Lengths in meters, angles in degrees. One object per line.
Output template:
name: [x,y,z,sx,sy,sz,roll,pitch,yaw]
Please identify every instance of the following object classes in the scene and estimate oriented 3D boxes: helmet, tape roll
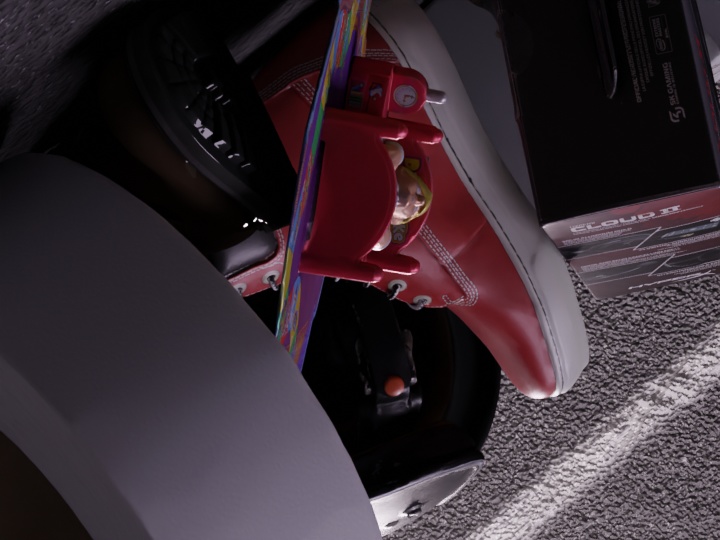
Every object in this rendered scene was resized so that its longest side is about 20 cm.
helmet: [-0.030,0.040,1.249,0.200,0.200,0.191,-39,179,-6]
tape roll: [-0.083,0.064,0.880,0.071,0.203,0.202,-38,177,-25]

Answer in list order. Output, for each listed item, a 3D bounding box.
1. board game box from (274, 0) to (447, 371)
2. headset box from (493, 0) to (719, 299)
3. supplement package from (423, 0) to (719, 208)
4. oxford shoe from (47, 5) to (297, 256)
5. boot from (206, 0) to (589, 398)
board game box: [0.005,-0.032,0.939,0.158,0.039,0.200,96,5,-48]
headset box: [0.105,-0.081,1.122,0.077,0.149,0.200,-12,167,8]
supplement package: [0.105,-0.111,1.335,0.200,0.117,0.117,-43,173,40]
oxford shoe: [-0.067,-0.032,0.913,0.084,0.073,0.200,-23,169,0]
boot: [0.000,0.000,1.121,0.144,0.200,0.072,-39,-155,-13]
